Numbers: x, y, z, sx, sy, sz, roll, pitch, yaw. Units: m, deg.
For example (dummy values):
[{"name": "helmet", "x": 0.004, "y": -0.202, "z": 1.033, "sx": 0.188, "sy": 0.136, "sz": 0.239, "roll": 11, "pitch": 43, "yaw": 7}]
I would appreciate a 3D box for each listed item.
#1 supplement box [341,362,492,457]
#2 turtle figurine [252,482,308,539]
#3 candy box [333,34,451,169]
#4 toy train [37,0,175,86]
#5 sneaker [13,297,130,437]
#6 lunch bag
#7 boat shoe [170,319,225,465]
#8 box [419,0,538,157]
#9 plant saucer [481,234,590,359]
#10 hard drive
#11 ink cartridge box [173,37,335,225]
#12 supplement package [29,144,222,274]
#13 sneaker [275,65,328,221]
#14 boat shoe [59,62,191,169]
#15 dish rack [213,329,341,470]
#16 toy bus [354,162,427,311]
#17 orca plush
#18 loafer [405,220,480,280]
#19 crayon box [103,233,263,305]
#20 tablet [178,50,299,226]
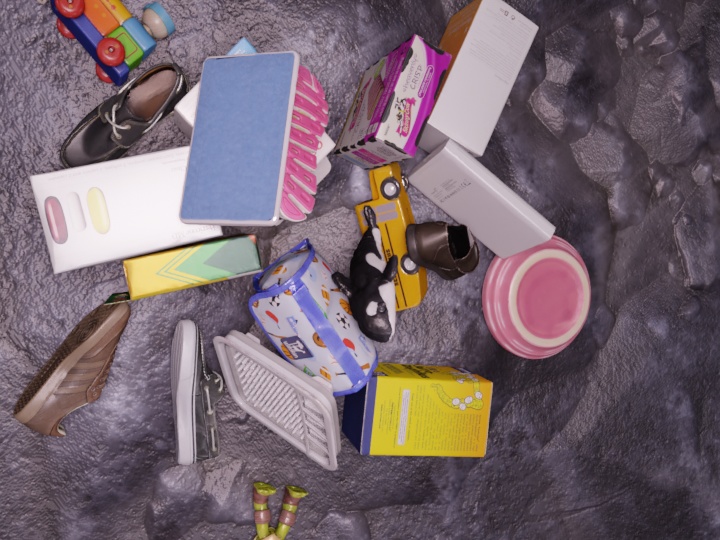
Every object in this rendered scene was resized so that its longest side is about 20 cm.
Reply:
[{"name": "supplement box", "x": 0.082, "y": 0.203, "z": 0.989, "sx": 0.194, "sy": 0.109, "sz": 0.113, "roll": 6, "pitch": 92, "yaw": -17}, {"name": "turtle figurine", "x": -0.121, "y": 0.398, "z": 0.965, "sx": 0.194, "sy": 0.064, "sz": 0.166, "roll": 12, "pitch": 83, "yaw": -9}, {"name": "candy box", "x": 0.036, "y": -0.217, "z": 0.898, "sx": 0.060, "sy": 0.199, "sz": 0.140, "roll": 22, "pitch": 86, "yaw": -17}, {"name": "toy train", "x": -0.337, "y": -0.349, "z": 0.842, "sx": 0.116, "sy": 0.084, "sz": 0.201, "roll": -45, "pitch": 105, "yaw": -20}, {"name": "sneaker", "x": -0.362, "y": 0.128, "z": 0.881, "sx": 0.201, "sy": 0.070, "sz": 0.076, "roll": -48, "pitch": 124, "yaw": -5}, {"name": "lunch bag", "x": -0.062, "y": 0.065, "z": 0.886, "sx": 0.123, "sy": 0.200, "sz": 0.172, "roll": -36, "pitch": 104, "yaw": -5}, {"name": "boat shoe", "x": -0.223, "y": 0.165, "z": 0.922, "sx": 0.069, "sy": 0.072, "sz": 0.206, "roll": -3, "pitch": 105, "yaw": -25}, {"name": "box", "x": 0.153, "y": -0.273, "z": 0.970, "sx": 0.096, "sy": 0.124, "sz": 0.204, "roll": 26, "pitch": 86, "yaw": -16}, {"name": "plant saucer", "x": 0.292, "y": 0.042, "z": 1.073, "sx": 0.194, "sy": 0.051, "sz": 0.207, "roll": -1, "pitch": 94, "yaw": -17}, {"name": "hard drive", "x": 0.171, "y": -0.099, "z": 0.974, "sx": 0.198, "sy": 0.132, "sz": 0.027, "roll": 37, "pitch": 69, "yaw": -10}, {"name": "ink cartridge box", "x": -0.134, "y": -0.174, "z": 0.889, "sx": 0.129, "sy": 0.125, "sz": 0.200, "roll": -46, "pitch": 104, "yaw": -9}, {"name": "supplement package", "x": -0.284, "y": -0.077, "z": 0.834, "sx": 0.195, "sy": 0.155, "sz": 0.114, "roll": -15, "pitch": 98, "yaw": -15}, {"name": "sneaker", "x": -0.094, "y": -0.148, "z": 0.800, "sx": 0.073, "sy": 0.086, "sz": 0.206, "roll": 21, "pitch": 65, "yaw": -43}, {"name": "boat shoe", "x": -0.309, "y": -0.199, "z": 0.864, "sx": 0.198, "sy": 0.068, "sz": 0.072, "roll": -39, "pitch": 98, "yaw": -8}, {"name": "dish rack", "x": -0.101, "y": 0.164, "z": 0.881, "sx": 0.044, "sy": 0.197, "sz": 0.174, "roll": -46, "pitch": 151, "yaw": -32}, {"name": "toy bus", "x": 0.047, "y": -0.049, "z": 0.974, "sx": 0.076, "sy": 0.065, "sz": 0.206, "roll": -13, "pitch": 99, "yaw": 20}, {"name": "orca plush", "x": 0.000, "y": 0.000, "z": 0.853, "sx": 0.069, "sy": 0.106, "sz": 0.205, "roll": 12, "pitch": 57, "yaw": -17}, {"name": "loafer", "x": 0.136, "y": -0.029, "z": 0.962, "sx": 0.198, "sy": 0.070, "sz": 0.075, "roll": 6, "pitch": 76, "yaw": -59}, {"name": "crayon box", "x": -0.233, "y": -0.005, "z": 0.869, "sx": 0.195, "sy": 0.127, "sz": 0.052, "roll": -13, "pitch": 97, "yaw": -16}, {"name": "tablet", "x": -0.137, "y": -0.151, "z": 0.757, "sx": 0.126, "sy": 0.014, "sz": 0.206, "roll": 2, "pitch": 79, "yaw": 20}]
